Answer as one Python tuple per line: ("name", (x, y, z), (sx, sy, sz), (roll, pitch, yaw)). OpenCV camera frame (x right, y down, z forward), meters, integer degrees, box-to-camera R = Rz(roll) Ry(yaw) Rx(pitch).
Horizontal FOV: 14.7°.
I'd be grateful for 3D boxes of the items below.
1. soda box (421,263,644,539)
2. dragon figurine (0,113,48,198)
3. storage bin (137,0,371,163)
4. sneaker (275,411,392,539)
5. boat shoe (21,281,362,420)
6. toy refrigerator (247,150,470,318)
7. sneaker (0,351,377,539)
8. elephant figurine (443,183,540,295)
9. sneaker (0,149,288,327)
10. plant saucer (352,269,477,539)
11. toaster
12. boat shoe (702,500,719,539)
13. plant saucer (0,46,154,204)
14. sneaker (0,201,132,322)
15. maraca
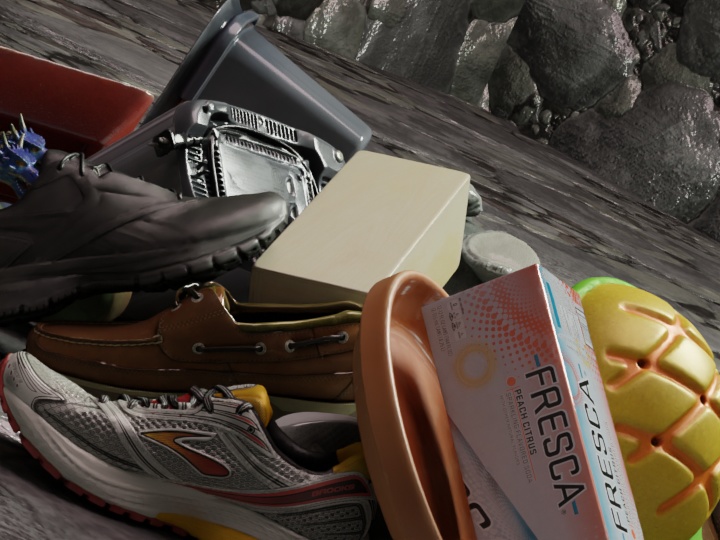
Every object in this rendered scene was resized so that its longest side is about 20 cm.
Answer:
("soda box", (0.091, 0.103, 1.373), (0.064, 0.068, 0.201), (31, 41, -60))
("dragon figurine", (-0.276, -0.074, 1.697), (0.199, 0.100, 0.059), (28, 9, 17))
("storage bin", (-0.088, -0.065, 1.903), (0.134, 0.201, 0.146), (33, 8, -1))
("sneaker", (-0.001, 0.115, 1.481), (0.080, 0.071, 0.200), (25, -1, 39))
("boat shoe", (-0.085, 0.037, 1.531), (0.198, 0.068, 0.072), (6, 16, -7))
("toy refrigerator", (0.000, 0.000, 1.649), (0.075, 0.070, 0.200), (13, 24, 13))
("sneaker", (-0.083, 0.083, 1.364), (0.199, 0.083, 0.078), (23, 9, -6))
("elephant figurine", (0.094, 0.024, 2.044), (0.200, 0.155, 0.142), (36, -25, 36))
("sneaker", (-0.139, -0.027, 1.552), (0.199, 0.091, 0.076), (-11, -5, -9))
("plant saucer", (0.043, 0.099, 1.401), (0.201, 0.032, 0.201), (57, 21, -36))
("toaster", (-0.101, -0.029, 1.746), (0.199, 0.129, 0.114), (15, 58, -51))
("boat shoe", (0.240, 0.177, 1.591), (0.070, 0.070, 0.200), (43, 19, -26))
("plant saucer", (-0.250, -0.092, 1.794), (0.199, 0.037, 0.200), (16, -21, -13))
("sneaker", (-0.235, -0.015, 1.606), (0.199, 0.067, 0.090), (27, 16, 12))
("maraca", (0.147, 0.102, 1.495), (0.107, 0.201, 0.137), (-20, -16, 42))
